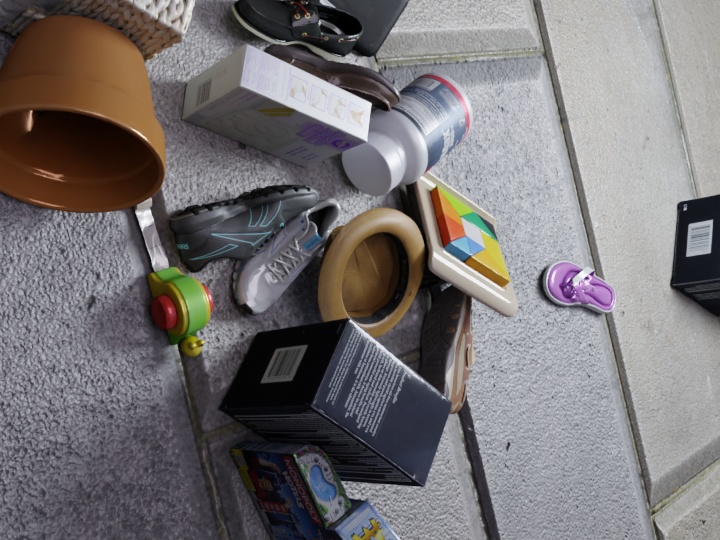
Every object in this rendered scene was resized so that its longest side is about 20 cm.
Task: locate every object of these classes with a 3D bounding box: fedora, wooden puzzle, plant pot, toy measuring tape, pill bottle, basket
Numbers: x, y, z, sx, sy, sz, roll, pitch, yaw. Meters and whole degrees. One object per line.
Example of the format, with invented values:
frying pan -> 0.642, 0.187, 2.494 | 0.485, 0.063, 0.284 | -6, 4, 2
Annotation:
fedora -> 0.000, 0.000, 1.183 | 0.199, 0.082, 0.203 | -21, 124, -34
wooden puzzle -> 0.162, -0.046, 1.292 | 0.184, 0.037, 0.202 | 30, 38, -31
plant pot -> -0.302, -0.170, 0.913 | 0.199, 0.199, 0.142 | 18, 59, -36
toy measuring tape -> -0.221, 0.005, 1.023 | 0.073, 0.073, 0.202 | -18, 95, -40
pill bottle -> 0.067, -0.196, 1.268 | 0.200, 0.119, 0.120 | -42, 109, -35
basket -> -0.282, -0.347, 0.951 | 0.160, 0.197, 0.202 | 25, 67, -39

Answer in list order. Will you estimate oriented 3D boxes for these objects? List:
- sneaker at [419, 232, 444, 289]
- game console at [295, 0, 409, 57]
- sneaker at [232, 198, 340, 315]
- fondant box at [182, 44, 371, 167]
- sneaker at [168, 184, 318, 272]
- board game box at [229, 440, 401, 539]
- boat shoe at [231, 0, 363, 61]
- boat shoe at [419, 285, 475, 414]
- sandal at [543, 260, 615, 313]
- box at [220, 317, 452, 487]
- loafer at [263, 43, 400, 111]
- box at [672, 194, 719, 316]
sneaker -> 0.110, -0.022, 1.316 | 0.199, 0.076, 0.092 | -10, 80, -48
game console -> -0.028, -0.452, 1.297 | 0.199, 0.116, 0.177 | 31, 94, -31
sneaker -> -0.092, -0.028, 1.128 | 0.075, 0.086, 0.201 | 46, 58, -26
fondant box -> -0.106, -0.204, 1.106 | 0.198, 0.144, 0.059 | 16, 72, -37
sneaker -> -0.143, -0.058, 1.095 | 0.198, 0.075, 0.080 | -18, 106, -22
board game box -> -0.048, 0.291, 1.036 | 0.061, 0.199, 0.202 | -31, 103, -38
boat shoe -> -0.084, -0.347, 1.191 | 0.200, 0.063, 0.074 | 6, 55, -40
boat shoe -> 0.137, 0.122, 1.310 | 0.071, 0.075, 0.203 | 21, 79, -40
sandal -> 0.407, 0.027, 1.563 | 0.201, 0.050, 0.084 | 13, 75, -38
box -> -0.029, 0.168, 1.073 | 0.198, 0.199, 0.124 | 41, 58, -28
loafer -> -0.043, -0.249, 1.191 | 0.198, 0.073, 0.072 | 15, 86, -3
box -> 0.773, -0.030, 1.839 | 0.199, 0.117, 0.199 | 26, 66, -35
